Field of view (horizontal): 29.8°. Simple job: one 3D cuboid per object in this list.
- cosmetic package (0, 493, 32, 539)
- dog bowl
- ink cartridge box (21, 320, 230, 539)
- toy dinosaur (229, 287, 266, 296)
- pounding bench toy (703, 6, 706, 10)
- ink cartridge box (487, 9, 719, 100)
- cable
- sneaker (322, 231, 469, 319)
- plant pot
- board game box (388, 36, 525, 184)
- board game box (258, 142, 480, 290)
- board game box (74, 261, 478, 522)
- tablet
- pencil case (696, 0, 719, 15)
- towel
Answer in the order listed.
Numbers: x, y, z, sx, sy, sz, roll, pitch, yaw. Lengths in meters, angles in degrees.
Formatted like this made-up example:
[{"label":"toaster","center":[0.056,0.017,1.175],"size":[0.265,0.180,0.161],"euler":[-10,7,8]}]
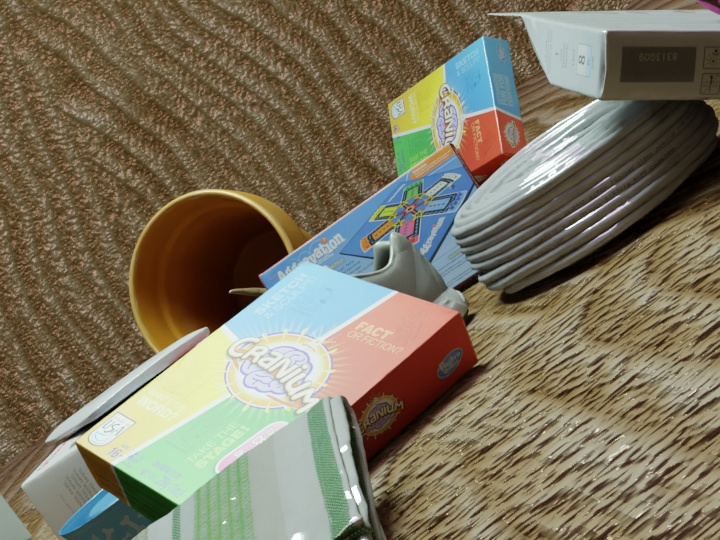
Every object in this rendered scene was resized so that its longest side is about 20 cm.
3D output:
[{"label":"cosmetic package","center":[-0.453,0.315,1.401],"size":[0.108,0.085,0.200],"euler":[-31,7,40]},{"label":"dog bowl","center":[-0.124,0.147,0.990],"size":[0.200,0.050,0.111],"euler":[-38,6,-19]},{"label":"ink cartridge box","center":[-0.173,0.142,1.157],"size":[0.200,0.083,0.147],"euler":[-35,6,6]},{"label":"toy dinosaur","center":[0.000,0.000,1.171],"size":[0.200,0.106,0.060],"euler":[-35,6,19]},{"label":"pounding bench toy","center":[0.450,-0.367,1.407],"size":[0.200,0.124,0.156],"euler":[-37,6,-9]},{"label":"ink cartridge box","center":[0.191,-0.148,0.907],"size":[0.160,0.047,0.200],"euler":[-3,14,-15]},{"label":"cable","center":[0.156,-0.064,0.943],"size":[0.200,0.069,0.200],"euler":[-38,6,-24]},{"label":"sneaker","center":[-0.023,0.051,0.952],"size":[0.200,0.092,0.076],"euler":[-38,4,-20]},{"label":"plant pot","center":[-0.121,0.013,1.479],"size":[0.200,0.200,0.183],"euler":[-34,-10,19]},{"label":"board game box","center":[0.116,-0.173,1.658],"size":[0.040,0.153,0.200],"euler":[4,-21,-34]},{"label":"board game box","center":[0.021,-0.007,1.115],"size":[0.200,0.103,0.019],"euler":[-34,-8,17]},{"label":"board game box","center":[-0.051,0.080,0.818],"size":[0.200,0.040,0.153],"euler":[-39,35,-28]},{"label":"tablet","center":[-0.211,0.105,1.201],"size":[0.130,0.014,0.200],"euler":[-38,3,-27]},{"label":"pencil case","center":[0.293,-0.196,0.811],"size":[0.200,0.094,0.091],"euler":[9,82,49]},{"label":"towel","center":[-0.076,0.151,0.648],"size":[0.200,0.031,0.149],"euler":[-38,18,7]}]
